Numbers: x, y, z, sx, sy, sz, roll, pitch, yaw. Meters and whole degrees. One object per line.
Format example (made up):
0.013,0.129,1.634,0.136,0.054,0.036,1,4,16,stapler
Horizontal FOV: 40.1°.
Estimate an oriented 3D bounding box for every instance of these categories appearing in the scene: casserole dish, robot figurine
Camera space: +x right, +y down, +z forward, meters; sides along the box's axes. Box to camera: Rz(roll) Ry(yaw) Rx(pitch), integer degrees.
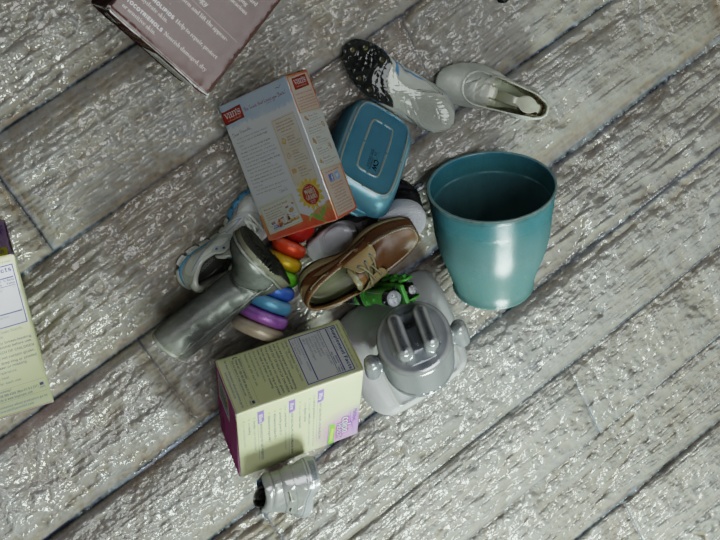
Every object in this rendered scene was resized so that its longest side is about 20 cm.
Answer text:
0.014,-0.168,1.425,0.120,0.039,0.203,28,55,-13,casserole dish
0.084,0.119,1.457,0.166,0.115,0.201,-17,156,0,robot figurine

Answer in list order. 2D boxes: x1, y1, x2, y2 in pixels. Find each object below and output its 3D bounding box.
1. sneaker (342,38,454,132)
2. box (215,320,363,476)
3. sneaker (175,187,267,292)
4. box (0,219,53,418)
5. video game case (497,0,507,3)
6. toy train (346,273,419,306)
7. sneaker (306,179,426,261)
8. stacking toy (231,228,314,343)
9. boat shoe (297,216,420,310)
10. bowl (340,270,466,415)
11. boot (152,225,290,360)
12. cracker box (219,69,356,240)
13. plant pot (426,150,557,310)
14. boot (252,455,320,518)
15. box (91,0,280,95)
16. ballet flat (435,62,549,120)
0.055,-0.274,1.467,0.198,0.073,0.072,33,103,-14,sneaker
-0.106,0.190,1.465,0.196,0.098,0.178,-17,143,-17,box
-0.177,-0.039,1.420,0.200,0.086,0.075,-48,116,-5,sneaker
-0.474,0.061,1.268,0.095,0.176,0.204,-15,112,-19,box
0.229,-0.542,1.478,0.180,0.025,0.201,-42,118,-7,video game case
0.025,0.031,1.466,0.056,0.199,0.042,-26,100,-20,toy train
0.014,-0.075,1.499,0.197,0.115,0.076,-20,120,23,sneaker
-0.123,0.001,1.466,0.084,0.085,0.204,19,91,-27,stacking toy
0.000,0.000,1.420,0.198,0.074,0.076,-32,118,11,boat shoe
0.078,0.128,1.590,0.197,0.075,0.203,-30,117,-12,bowl
-0.204,0.037,1.358,0.197,0.073,0.182,-28,152,3,boot
-0.100,-0.157,1.362,0.057,0.132,0.204,-31,104,-51,cracker box
0.205,-0.053,1.534,0.197,0.201,0.191,-19,128,-17,plant pot
-0.122,0.342,1.524,0.094,0.075,0.201,-11,152,-16,boot
-0.213,-0.361,1.258,0.164,0.166,0.201,38,89,-27,box
0.212,-0.275,1.529,0.196,0.069,0.071,11,102,-26,ballet flat
